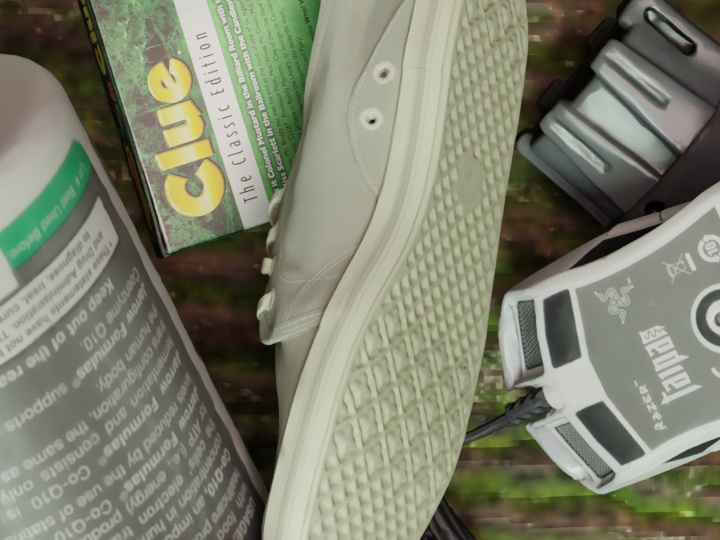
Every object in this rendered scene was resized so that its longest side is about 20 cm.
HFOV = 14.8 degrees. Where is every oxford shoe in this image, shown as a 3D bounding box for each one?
[{"bbox_3d":[0.000,0.000,0.772,0.057,0.075,0.201,2,68,27],"label":"oxford shoe"}]

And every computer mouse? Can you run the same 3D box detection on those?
[{"bbox_3d":[0.081,0.026,0.805,0.199,0.044,0.110,-24,89,21],"label":"computer mouse"}]

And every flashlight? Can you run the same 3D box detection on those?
[{"bbox_3d":[0.136,0.007,0.842,0.200,0.068,0.068,38,56,-6],"label":"flashlight"}]

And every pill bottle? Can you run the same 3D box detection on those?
[{"bbox_3d":[-0.090,0.053,0.738,0.113,0.113,0.201,-31,118,-11],"label":"pill bottle"}]

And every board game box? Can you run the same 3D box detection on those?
[{"bbox_3d":[-0.040,-0.114,0.821,0.104,0.023,0.201,-17,93,-14],"label":"board game box"}]
